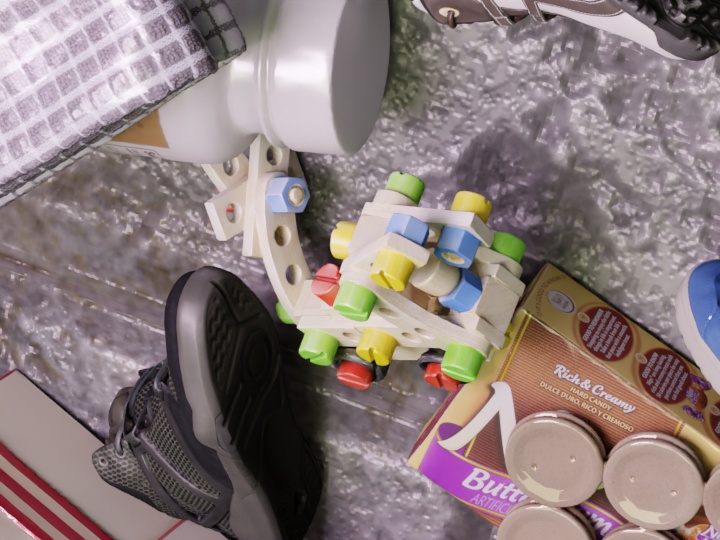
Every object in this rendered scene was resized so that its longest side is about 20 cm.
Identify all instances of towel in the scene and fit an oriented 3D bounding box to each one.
[{"bbox_3d":[-0.172,-0.117,1.272,0.200,0.086,0.166,-29,95,27],"label":"towel"}]

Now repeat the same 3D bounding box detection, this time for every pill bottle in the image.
[{"bbox_3d":[-0.093,-0.110,1.357,0.200,0.114,0.114,8,118,17],"label":"pill bottle"}]

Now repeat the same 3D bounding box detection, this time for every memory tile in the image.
[{"bbox_3d":[0.162,0.148,1.382,0.200,0.017,0.153,11,119,15],"label":"memory tile"}]

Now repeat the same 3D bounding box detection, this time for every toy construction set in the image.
[{"bbox_3d":[0.000,0.000,1.361,0.131,0.092,0.200,36,170,-37],"label":"toy construction set"}]

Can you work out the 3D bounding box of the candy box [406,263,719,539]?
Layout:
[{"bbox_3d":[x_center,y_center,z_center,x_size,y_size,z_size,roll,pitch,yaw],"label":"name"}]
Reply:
[{"bbox_3d":[0.138,0.102,1.410,0.200,0.056,0.117,35,123,0],"label":"candy box"}]

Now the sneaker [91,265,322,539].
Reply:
[{"bbox_3d":[-0.093,0.068,1.446,0.114,0.076,0.200,12,147,19],"label":"sneaker"}]

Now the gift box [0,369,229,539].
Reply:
[{"bbox_3d":[-0.191,0.197,1.519,0.187,0.185,0.200,38,127,10],"label":"gift box"}]

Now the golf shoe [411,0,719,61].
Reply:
[{"bbox_3d":[0.078,-0.145,1.306,0.200,0.078,0.095,34,134,9],"label":"golf shoe"}]

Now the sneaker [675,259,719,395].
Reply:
[{"bbox_3d":[0.230,0.039,1.291,0.200,0.077,0.111,50,144,29],"label":"sneaker"}]
